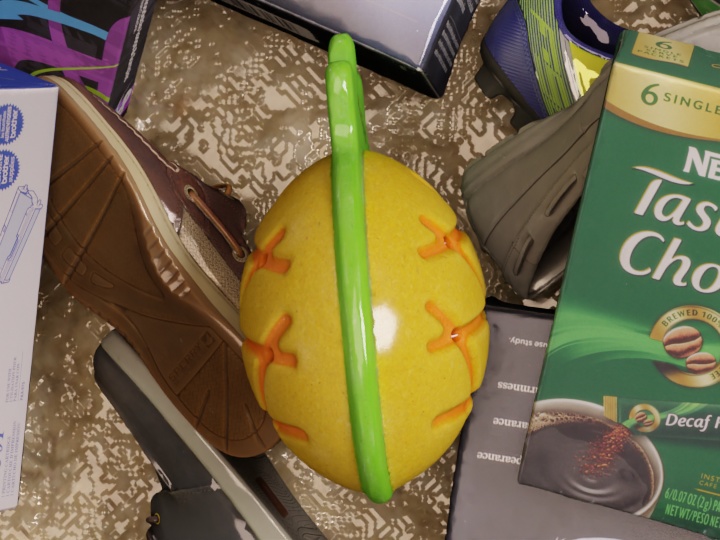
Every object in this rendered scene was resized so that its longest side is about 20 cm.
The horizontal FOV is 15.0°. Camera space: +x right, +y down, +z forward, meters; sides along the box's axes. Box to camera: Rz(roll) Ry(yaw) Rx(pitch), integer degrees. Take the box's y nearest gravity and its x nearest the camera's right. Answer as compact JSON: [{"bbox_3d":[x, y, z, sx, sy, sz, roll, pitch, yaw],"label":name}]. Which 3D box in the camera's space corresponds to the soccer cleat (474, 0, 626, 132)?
[{"bbox_3d":[0.141,-0.059,1.258,0.200,0.065,0.084,44,109,8],"label":"soccer cleat"}]

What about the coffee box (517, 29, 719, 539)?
[{"bbox_3d":[0.141,0.010,1.126,0.122,0.044,0.201,16,116,6],"label":"coffee box"}]

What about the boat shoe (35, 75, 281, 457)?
[{"bbox_3d":[-0.085,-0.009,1.253,0.200,0.072,0.072,50,126,8],"label":"boat shoe"}]

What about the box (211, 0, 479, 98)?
[{"bbox_3d":[-0.018,-0.213,1.255,0.199,0.123,0.199,23,89,6],"label":"box"}]

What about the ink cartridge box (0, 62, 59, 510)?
[{"bbox_3d":[-0.190,0.003,1.256,0.094,0.044,0.201,23,112,46],"label":"ink cartridge box"}]

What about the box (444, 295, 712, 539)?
[{"bbox_3d":[0.112,0.122,1.240,0.147,0.104,0.201,9,90,6],"label":"box"}]

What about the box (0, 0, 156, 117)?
[{"bbox_3d":[-0.161,-0.140,1.228,0.143,0.200,0.036,31,62,2],"label":"box"}]

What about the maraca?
[{"bbox_3d":[0.000,0.000,1.177,0.106,0.137,0.201,-4,73,0],"label":"maraca"}]

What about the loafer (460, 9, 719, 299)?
[{"bbox_3d":[0.121,-0.051,1.180,0.070,0.200,0.070,-10,72,-38],"label":"loafer"}]

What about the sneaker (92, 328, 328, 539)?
[{"bbox_3d":[-0.084,0.130,1.276,0.106,0.075,0.200,-40,81,10],"label":"sneaker"}]

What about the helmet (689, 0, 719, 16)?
[{"bbox_3d":[0.228,-0.159,1.203,0.190,0.200,0.200,38,93,-11],"label":"helmet"}]
